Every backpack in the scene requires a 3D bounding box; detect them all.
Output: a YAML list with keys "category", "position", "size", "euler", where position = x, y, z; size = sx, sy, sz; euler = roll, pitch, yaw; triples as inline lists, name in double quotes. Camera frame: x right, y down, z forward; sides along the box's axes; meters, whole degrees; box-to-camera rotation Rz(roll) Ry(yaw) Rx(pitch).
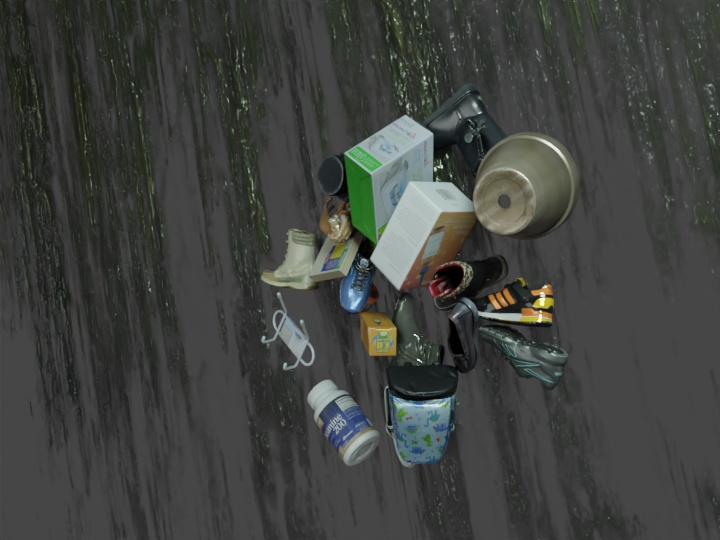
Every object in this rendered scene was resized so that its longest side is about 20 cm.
- category: "backpack"
  position: [0.133, 0.318, 1.479]
  size: [0.156, 0.158, 0.204]
  euler: [-92, 3, -48]

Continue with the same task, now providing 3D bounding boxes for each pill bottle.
- category: "pill bottle"
  position: [-0.048, 0.375, 1.698]
  size: [0.200, 0.109, 0.113]
  euler: [47, 123, 31]
- category: "pill bottle"
  position: [0.000, -0.211, 1.537]
  size: [0.110, 0.197, 0.116]
  euler: [4, 96, 43]

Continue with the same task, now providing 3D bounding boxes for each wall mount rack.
- category: "wall mount rack"
  position: [-0.195, 0.165, 1.852]
  size: [0.200, 0.073, 0.177]
  euler: [44, 122, 32]

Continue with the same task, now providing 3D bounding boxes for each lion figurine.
- category: "lion figurine"
  position: [-0.057, -0.117, 1.618]
  size: [0.125, 0.071, 0.199]
  euler: [-65, 15, -10]

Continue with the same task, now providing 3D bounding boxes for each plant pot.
- category: "plant pot"
  position: [0.287, -0.141, 1.243]
  size: [0.195, 0.173, 0.206]
  euler: [9, 110, 26]

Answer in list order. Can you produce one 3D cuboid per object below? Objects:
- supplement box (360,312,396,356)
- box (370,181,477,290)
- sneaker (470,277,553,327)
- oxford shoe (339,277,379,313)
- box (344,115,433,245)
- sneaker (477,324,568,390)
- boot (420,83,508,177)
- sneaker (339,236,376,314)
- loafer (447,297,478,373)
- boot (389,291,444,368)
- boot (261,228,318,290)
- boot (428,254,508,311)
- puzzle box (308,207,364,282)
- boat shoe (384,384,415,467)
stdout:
- category: "supplement box"
  position: [0.038, 0.142, 1.547]
  size: [0.200, 0.064, 0.071]
  euler: [-140, 50, -84]
- category: "box"
  position: [0.138, -0.074, 1.446]
  size: [0.106, 0.150, 0.203]
  euler: [45, 123, 30]
- category: "sneaker"
  position: [0.300, 0.059, 1.365]
  size: [0.197, 0.069, 0.093]
  euler: [5, 82, 45]
- category: "oxford shoe"
  position: [-0.034, 0.017, 1.683]
  size: [0.202, 0.070, 0.073]
  euler: [56, 132, 25]
- category: "box"
  position: [0.064, -0.191, 1.441]
  size: [0.096, 0.175, 0.203]
  euler: [40, 152, 33]
- category: "sneaker"
  position: [0.312, 0.168, 1.348]
  size: [0.197, 0.074, 0.082]
  euler: [24, 112, 41]
- category: "boot"
  position: [0.204, -0.260, 1.415]
  size: [0.199, 0.075, 0.171]
  euler: [-40, 62, 32]
- category: "sneaker"
  position: [0.000, 0.000, 1.584]
  size: [0.076, 0.089, 0.205]
  euler: [15, 81, 2]
- category: "loafer"
  position: [0.202, 0.145, 1.408]
  size: [0.071, 0.062, 0.204]
  euler: [35, 145, 36]
- category: "boot"
  position: [0.138, 0.157, 1.538]
  size: [0.128, 0.067, 0.206]
  euler: [14, 109, 36]
- category: "boot"
  position: [-0.189, -0.034, 1.832]
  size: [0.196, 0.071, 0.160]
  euler: [6, 99, 39]
- category: "boot"
  position: [0.193, 0.031, 1.400]
  size: [0.198, 0.148, 0.075]
  euler: [-32, 72, 41]
- category: "puzzle box"
  position: [-0.043, -0.068, 1.622]
  size: [0.131, 0.025, 0.203]
  euler: [-10, 49, 51]
- category: "boat shoe"
  position: [0.086, 0.363, 1.594]
  size: [0.073, 0.066, 0.206]
  euler: [-15, 83, 44]
